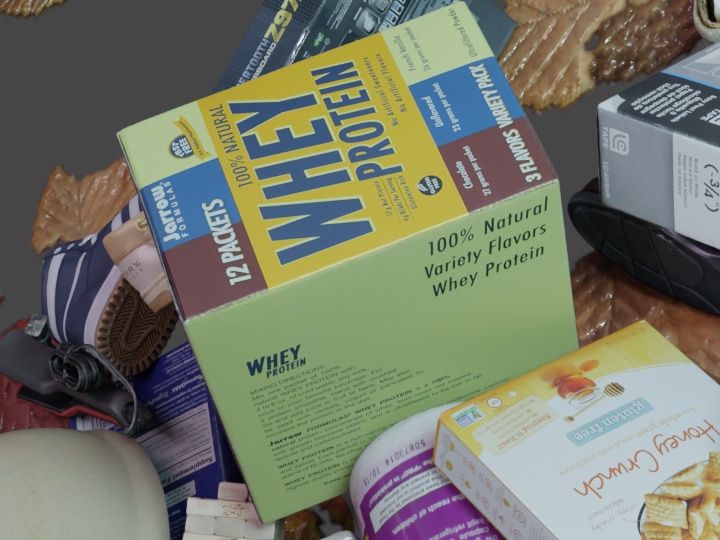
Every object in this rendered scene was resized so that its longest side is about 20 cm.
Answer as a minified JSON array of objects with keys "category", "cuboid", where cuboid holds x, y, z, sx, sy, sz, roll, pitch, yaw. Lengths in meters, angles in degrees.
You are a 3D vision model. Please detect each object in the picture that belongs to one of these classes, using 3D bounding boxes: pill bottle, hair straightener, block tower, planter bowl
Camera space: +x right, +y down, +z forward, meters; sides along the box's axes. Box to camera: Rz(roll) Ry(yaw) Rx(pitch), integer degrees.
[{"category":"pill bottle","cuboid":[0.069,0.177,0.984,0.112,0.112,0.201,-34,51,20]},{"category":"hair straightener","cuboid":[-0.192,0.068,1.214,0.041,0.077,0.200,-46,30,-15]},{"category":"block tower","cuboid":[-0.078,0.223,1.083,0.054,0.058,0.202,5,80,6]},{"category":"planter bowl","cuboid":[-0.223,0.186,1.154,0.200,0.134,0.202,-23,60,48]}]

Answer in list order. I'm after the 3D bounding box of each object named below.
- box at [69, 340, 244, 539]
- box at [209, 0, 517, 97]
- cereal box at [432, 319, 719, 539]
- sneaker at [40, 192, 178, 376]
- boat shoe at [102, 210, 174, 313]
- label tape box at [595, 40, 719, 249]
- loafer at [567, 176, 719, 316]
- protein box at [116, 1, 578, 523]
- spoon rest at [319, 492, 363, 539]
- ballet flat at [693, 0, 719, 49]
[{"category":"box","cuboid":[-0.123,0.153,1.199,0.121,0.032,0.201,-28,53,25]},{"category":"box","cuboid":[-0.007,-0.105,1.150,0.051,0.157,0.201,29,89,43]},{"category":"cereal box","cuboid":[0.150,0.117,0.932,0.200,0.143,0.040,43,142,36]},{"category":"sneaker","cuboid":[-0.141,-0.027,1.275,0.108,0.070,0.201,9,63,54]},{"category":"boat shoe","cuboid":[-0.084,-0.064,1.203,0.200,0.069,0.074,-50,6,-28]},{"category":"label tape box","cuboid":[0.239,-0.055,0.947,0.144,0.064,0.199,-28,37,-34]},{"category":"loafer","cuboid":[0.204,-0.012,1.013,0.199,0.072,0.063,25,65,36]},{"category":"protein box","cuboid":[0.000,0.000,1.021,0.197,0.201,0.135,-21,53,-4]},{"category":"spoon rest","cuboid":[-0.009,0.097,1.131,0.099,0.061,0.201,-26,42,24]},{"category":"ballet flat","cuboid":[0.220,-0.206,1.087,0.067,0.062,0.201,-13,61,32]}]
